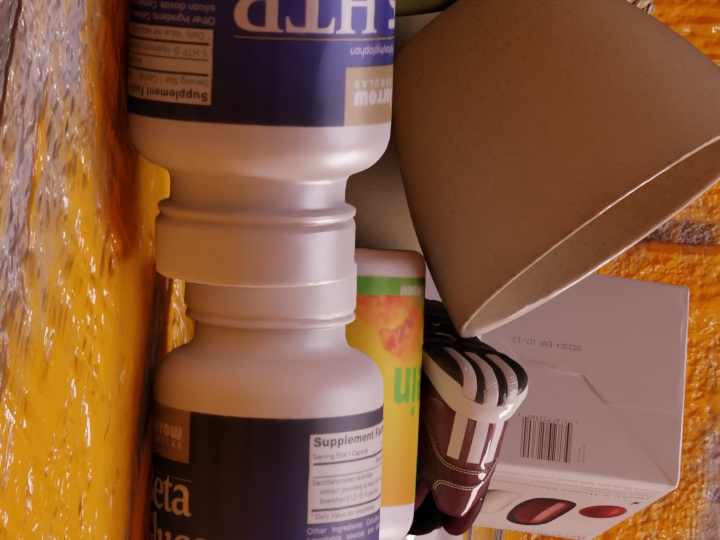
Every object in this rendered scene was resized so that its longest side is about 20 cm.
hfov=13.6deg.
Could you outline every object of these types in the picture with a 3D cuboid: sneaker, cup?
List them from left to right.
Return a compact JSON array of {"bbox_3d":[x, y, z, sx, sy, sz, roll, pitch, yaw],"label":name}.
[{"bbox_3d":[0.029,0.083,1.672,0.200,0.075,0.116,-130,-128,-72],"label":"sneaker"},{"bbox_3d":[0.097,-0.078,1.603,0.143,0.200,0.200,56,3,8],"label":"cup"}]

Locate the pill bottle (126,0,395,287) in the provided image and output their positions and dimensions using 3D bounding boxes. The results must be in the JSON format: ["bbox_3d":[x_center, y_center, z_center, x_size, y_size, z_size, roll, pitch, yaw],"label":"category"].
[{"bbox_3d":[-0.044,-0.098,1.339,0.120,0.119,0.201,-43,135,-79],"label":"pill bottle"}]

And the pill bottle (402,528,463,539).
[{"bbox_3d":[0.012,0.205,1.900,0.113,0.113,0.200,-79,170,-45],"label":"pill bottle"}]

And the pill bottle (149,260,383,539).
[{"bbox_3d":[-0.045,0.093,1.437,0.111,0.111,0.201,-38,130,-80],"label":"pill bottle"}]

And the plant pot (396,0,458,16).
[{"bbox_3d":[0.006,-0.205,1.563,0.200,0.187,0.188,-41,136,-60],"label":"plant pot"}]

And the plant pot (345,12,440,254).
[{"bbox_3d":[0.015,-0.080,1.738,0.200,0.134,0.201,4,90,-83],"label":"plant pot"}]

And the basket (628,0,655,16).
[{"bbox_3d":[0.076,-0.147,1.908,0.143,0.200,0.149,-44,148,-34],"label":"basket"}]

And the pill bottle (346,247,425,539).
[{"bbox_3d":[-0.025,0.087,1.583,0.111,0.111,0.201,-6,99,-82],"label":"pill bottle"}]

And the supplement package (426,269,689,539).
[{"bbox_3d":[0.106,0.090,2.093,0.200,0.191,0.147,128,-31,-71],"label":"supplement package"}]
